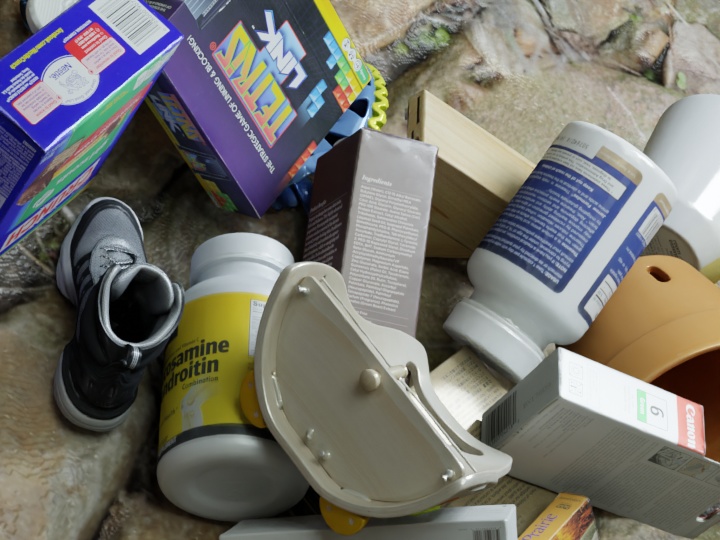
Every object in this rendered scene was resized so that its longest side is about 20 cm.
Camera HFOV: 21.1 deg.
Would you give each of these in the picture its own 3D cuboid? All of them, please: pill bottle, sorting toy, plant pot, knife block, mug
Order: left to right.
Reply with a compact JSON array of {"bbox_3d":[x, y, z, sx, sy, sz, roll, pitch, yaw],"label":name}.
[{"bbox_3d":[-0.090,0.075,1.428,0.112,0.112,0.200,17,50,-22],"label":"pill bottle"},{"bbox_3d":[0.028,0.100,1.361,0.200,0.107,0.180,51,25,23],"label":"sorting toy"},{"bbox_3d":[0.124,-0.063,1.630,0.175,0.200,0.064,0,52,2],"label":"knife block"},{"bbox_3d":[0.157,-0.012,1.554,0.111,0.111,0.200,37,84,-5],"label":"pill bottle"},{"bbox_3d":[0.251,0.083,1.605,0.200,0.200,0.140,5,39,-30],"label":"plant pot"},{"bbox_3d":[0.321,-0.048,1.768,0.187,0.149,0.153,38,53,5],"label":"mug"}]

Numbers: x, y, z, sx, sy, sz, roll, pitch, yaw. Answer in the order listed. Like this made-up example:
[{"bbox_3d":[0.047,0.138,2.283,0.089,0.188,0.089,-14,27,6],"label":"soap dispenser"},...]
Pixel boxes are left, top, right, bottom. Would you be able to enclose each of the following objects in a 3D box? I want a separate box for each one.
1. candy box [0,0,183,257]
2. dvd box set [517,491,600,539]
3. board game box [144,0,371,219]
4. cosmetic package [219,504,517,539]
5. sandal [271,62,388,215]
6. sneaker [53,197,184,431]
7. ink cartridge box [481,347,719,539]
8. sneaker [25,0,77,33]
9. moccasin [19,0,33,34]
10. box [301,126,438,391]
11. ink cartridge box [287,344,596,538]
[{"bbox_3d":[-0.236,-0.096,1.395,0.077,0.200,0.169,43,48,-1],"label":"candy box"},{"bbox_3d":[0.123,0.277,1.418,0.200,0.029,0.146,-38,121,-42],"label":"dvd box set"},{"bbox_3d":[-0.091,-0.168,1.518,0.165,0.057,0.200,-54,137,-22],"label":"board game box"},{"bbox_3d":[0.008,0.197,1.349,0.200,0.083,0.051,-4,92,9],"label":"cosmetic package"},{"bbox_3d":[-0.030,-0.108,1.628,0.087,0.080,0.200,20,48,-15],"label":"sandal"},{"bbox_3d":[-0.173,0.011,1.419,0.075,0.114,0.200,17,51,-23],"label":"sneaker"},{"bbox_3d":[0.204,0.136,1.476,0.200,0.109,0.050,22,48,-21],"label":"ink cartridge box"},{"bbox_3d":[-0.200,-0.178,1.535,0.200,0.118,0.074,0,75,-44],"label":"sneaker"},{"bbox_3d":[-0.195,-0.262,1.597,0.200,0.068,0.080,-32,60,-22],"label":"moccasin"},{"bbox_3d":[0.000,0.000,1.505,0.075,0.100,0.200,12,75,-20],"label":"box"},{"bbox_3d":[0.062,0.174,1.481,0.165,0.075,0.200,51,45,7],"label":"ink cartridge box"}]
